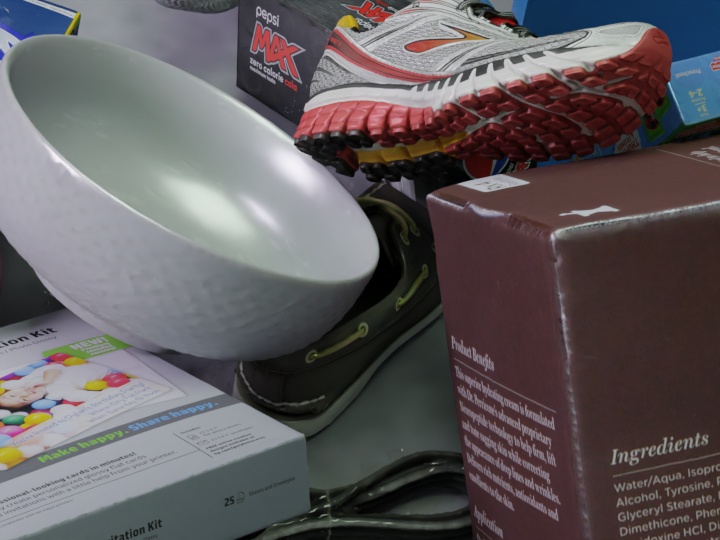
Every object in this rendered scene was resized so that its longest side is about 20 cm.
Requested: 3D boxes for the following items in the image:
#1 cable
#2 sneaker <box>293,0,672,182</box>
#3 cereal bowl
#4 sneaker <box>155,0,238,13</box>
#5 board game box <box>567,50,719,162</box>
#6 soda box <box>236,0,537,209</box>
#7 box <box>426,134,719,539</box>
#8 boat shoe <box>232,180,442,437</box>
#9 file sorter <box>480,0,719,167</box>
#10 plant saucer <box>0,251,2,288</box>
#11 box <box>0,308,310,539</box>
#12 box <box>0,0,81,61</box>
[{"bbox_3d":[-0.031,0.108,1.263,0.199,0.050,0.097,3,43,-3],"label":"cable"},{"bbox_3d":[0.054,-0.098,1.256,0.199,0.078,0.083,-4,68,36],"label":"sneaker"},{"bbox_3d":[-0.096,-0.022,1.257,0.200,0.083,0.200,29,21,-12],"label":"cereal bowl"},{"bbox_3d":[-0.103,-0.207,1.526,0.114,0.075,0.200,9,33,21],"label":"sneaker"},{"bbox_3d":[0.184,-0.068,1.366,0.151,0.200,0.037,-16,78,-21],"label":"board game box"},{"bbox_3d":[0.011,-0.099,1.412,0.063,0.071,0.200,-14,30,-31],"label":"soda box"},{"bbox_3d":[0.141,0.056,1.196,0.163,0.201,0.166,-10,11,-15],"label":"box"},{"bbox_3d":[0.003,0.001,1.364,0.072,0.060,0.202,25,48,17],"label":"boat shoe"},{"bbox_3d":[0.115,-0.156,1.430,0.138,0.201,0.123,-11,46,-24],"label":"file sorter"},{"bbox_3d":[-0.277,0.011,1.324,0.200,0.051,0.201,4,47,-5],"label":"plant saucer"},{"bbox_3d":[-0.142,0.080,1.191,0.155,0.041,0.200,-17,25,-33],"label":"box"},{"bbox_3d":[-0.202,-0.053,1.311,0.064,0.070,0.200,19,46,3],"label":"box"}]
